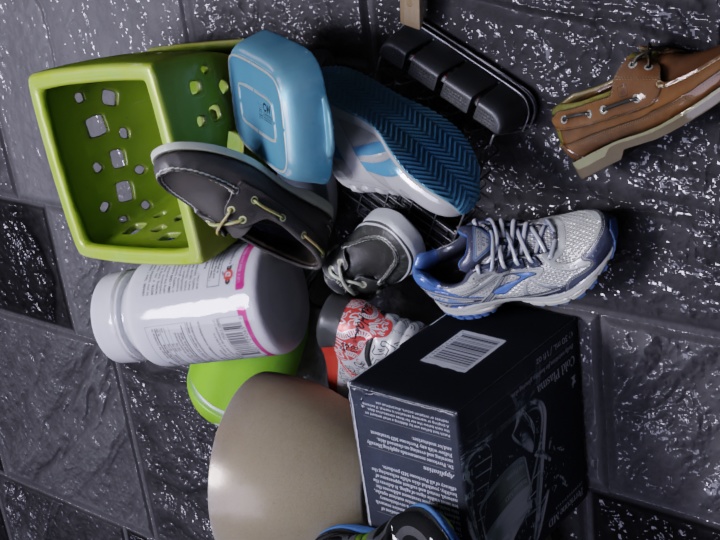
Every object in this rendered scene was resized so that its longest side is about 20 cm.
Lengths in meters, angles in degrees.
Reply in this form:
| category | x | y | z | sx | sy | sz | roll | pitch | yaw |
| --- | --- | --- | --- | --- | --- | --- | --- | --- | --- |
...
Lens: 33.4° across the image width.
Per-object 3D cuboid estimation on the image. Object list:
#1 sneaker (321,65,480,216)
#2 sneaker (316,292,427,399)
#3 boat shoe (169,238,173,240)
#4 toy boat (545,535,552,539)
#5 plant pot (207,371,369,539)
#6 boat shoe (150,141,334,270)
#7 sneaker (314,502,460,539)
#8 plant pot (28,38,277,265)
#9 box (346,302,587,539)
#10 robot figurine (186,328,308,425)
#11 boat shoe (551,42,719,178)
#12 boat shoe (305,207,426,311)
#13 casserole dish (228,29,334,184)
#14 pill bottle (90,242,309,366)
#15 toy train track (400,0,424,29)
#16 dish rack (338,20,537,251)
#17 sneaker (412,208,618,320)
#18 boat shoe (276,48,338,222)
| category | x | y | z | sx | sy | sz | roll | pitch | yaw |
| --- | --- | --- | --- | --- | --- | --- | --- | --- | --- |
| sneaker | 0.026 | -0.102 | 1.049 | 0.200 | 0.076 | 0.081 | 39 | 142 | 30 |
| sneaker | 0.025 | 0.097 | 1.192 | 0.108 | 0.067 | 0.201 | 18 | 156 | 18 |
| boat shoe | -0.191 | -0.004 | 1.366 | 0.200 | 0.084 | 0.069 | -48 | 59 | 59 |
| toy boat | 0.092 | 0.302 | 1.219 | 0.200 | 0.130 | 0.131 | 11 | 91 | 39 |
| plant pot | -0.040 | 0.204 | 1.174 | 0.134 | 0.200 | 0.201 | 2 | 115 | 24 |
| boat shoe | -0.103 | -0.057 | 1.088 | 0.072 | 0.201 | 0.061 | -22 | 57 | 42 |
| sneaker | 0.014 | 0.251 | 1.023 | 0.199 | 0.083 | 0.071 | -23 | 96 | 46 |
| plant pot | -0.186 | -0.132 | 1.212 | 0.199 | 0.181 | 0.200 | 5 | 115 | 41 |
| box | 0.104 | 0.158 | 1.096 | 0.124 | 0.200 | 0.197 | 12 | 120 | 38 |
| robot figurine | -0.126 | 0.094 | 1.327 | 0.175 | 0.116 | 0.200 | 42 | 133 | 24 |
| boat shoe | 0.224 | -0.139 | 0.922 | 0.200 | 0.072 | 0.068 | -31 | 92 | 46 |
| boat shoe | 0.000 | 0.000 | 1.162 | 0.071 | 0.064 | 0.200 | 48 | 154 | -2 |
| casserole dish | -0.076 | -0.145 | 1.070 | 0.200 | 0.039 | 0.121 | -141 | 41 | -59 |
| pill bottle | -0.162 | 0.036 | 1.201 | 0.200 | 0.113 | 0.114 | -7 | 108 | 25 |
| toy train track | 0.021 | -0.285 | 1.056 | 0.200 | 0.033 | 0.115 | 28 | 136 | 35 |
| dish rack | 0.060 | -0.109 | 1.099 | 0.153 | 0.055 | 0.200 | 39 | 134 | 22 |
| sneaker | 0.128 | -0.009 | 1.041 | 0.200 | 0.085 | 0.077 | -23 | 52 | 37 |
| boat shoe | -0.044 | -0.122 | 1.172 | 0.070 | 0.066 | 0.200 | 15 | 126 | 32 |
